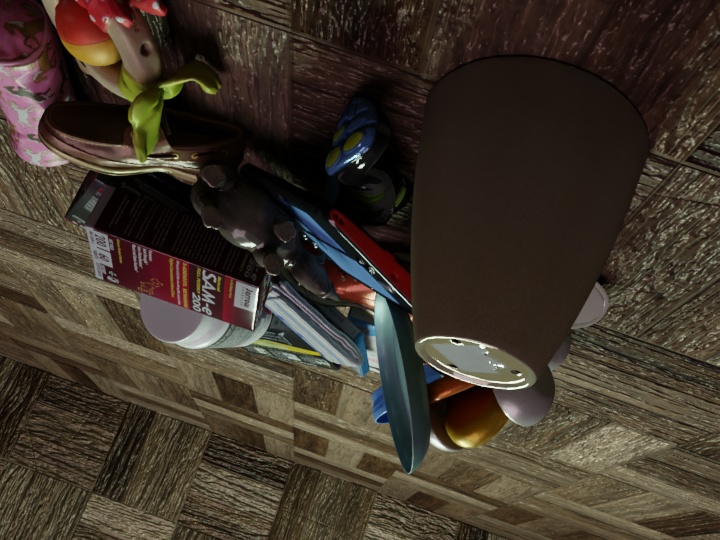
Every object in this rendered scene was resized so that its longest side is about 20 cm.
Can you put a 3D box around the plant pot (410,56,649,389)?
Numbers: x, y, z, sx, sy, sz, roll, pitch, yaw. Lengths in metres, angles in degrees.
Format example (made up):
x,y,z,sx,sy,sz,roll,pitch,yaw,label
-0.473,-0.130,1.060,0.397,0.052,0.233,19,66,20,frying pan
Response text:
x,y,z,sx,sy,sz,roll,pitch,yaw,label
0.111,-0.021,0.573,0.183,0.203,0.188,17,158,7,plant pot

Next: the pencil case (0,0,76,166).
x,y,z,sx,sy,sz,roll,pitch,yaw,label
-0.326,-0.182,0.728,0.084,0.085,0.200,6,159,-10,pencil case

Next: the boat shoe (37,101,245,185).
x,y,z,sx,sy,sz,roll,pitch,yaw,label
-0.207,-0.135,0.722,0.196,0.073,0.068,8,144,-26,boat shoe

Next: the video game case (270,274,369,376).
x,y,z,sx,sy,sz,roll,pitch,yaw,label
-0.067,0.052,1.006,0.199,0.018,0.144,41,163,21,video game case

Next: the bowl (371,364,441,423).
x,y,z,sx,sy,sz,roll,pitch,yaw,label
0.108,0.170,1.080,0.196,0.040,0.201,-18,161,-6,bowl

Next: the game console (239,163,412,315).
x,y,z,sx,sy,sz,roll,pitch,yaw,label
-0.026,-0.030,0.747,0.176,0.031,0.199,39,174,-38,game console

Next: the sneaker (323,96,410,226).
x,y,z,sx,sy,sz,roll,pitch,yaw,label
0.010,-0.092,0.675,0.081,0.072,0.200,17,164,2,sneaker

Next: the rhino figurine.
x,y,z,sx,sy,sz,roll,pitch,yaw,label
-0.089,-0.033,0.737,0.199,0.060,0.087,41,180,-22,rhino figurine

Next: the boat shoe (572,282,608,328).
x,y,z,sx,sy,sz,roll,pitch,yaw,label
0.169,0.005,0.791,0.196,0.074,0.062,15,-159,-6,boat shoe

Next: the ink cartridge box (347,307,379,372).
x,y,z,sx,sy,sz,roll,pitch,yaw,label
0.041,0.088,1.042,0.114,0.069,0.201,18,157,5,ink cartridge box

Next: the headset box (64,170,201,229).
x,y,z,sx,sy,sz,roll,pitch,yaw,label
-0.262,-0.081,0.905,0.147,0.076,0.199,31,154,-24,headset box

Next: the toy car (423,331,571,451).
x,y,z,sx,sy,sz,roll,pitch,yaw,label
0.132,0.096,0.847,0.150,0.201,0.174,48,132,-9,toy car

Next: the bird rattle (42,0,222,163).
x,y,z,sx,sy,sz,roll,pitch,yaw,label
-0.206,-0.192,0.593,0.161,0.113,0.201,27,160,29,bird rattle

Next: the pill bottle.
x,y,z,sx,sy,sz,roll,pitch,yaw,label
-0.208,0.049,1.020,0.111,0.117,0.200,12,179,16,pill bottle

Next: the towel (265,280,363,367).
x,y,z,sx,sy,sz,roll,pitch,yaw,label
-0.069,0.070,0.964,0.147,0.024,0.200,43,168,-7,towel

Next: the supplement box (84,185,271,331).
x,y,z,sx,sy,sz,roll,pitch,yaw,label
-0.199,-0.010,0.830,0.196,0.062,0.110,19,147,-1,supplement box

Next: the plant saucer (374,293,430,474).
x,y,z,sx,sy,sz,roll,pitch,yaw,label
0.047,0.121,0.828,0.027,0.204,0.201,-9,158,-7,plant saucer

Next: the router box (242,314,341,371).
x,y,z,sx,sy,sz,roll,pitch,yaw,label
-0.139,0.101,1.238,0.196,0.053,0.158,7,155,27,router box

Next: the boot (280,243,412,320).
x,y,z,sx,sy,sz,roll,pitch,yaw,label
0.000,0.000,0.893,0.196,0.076,0.108,18,149,-5,boot
